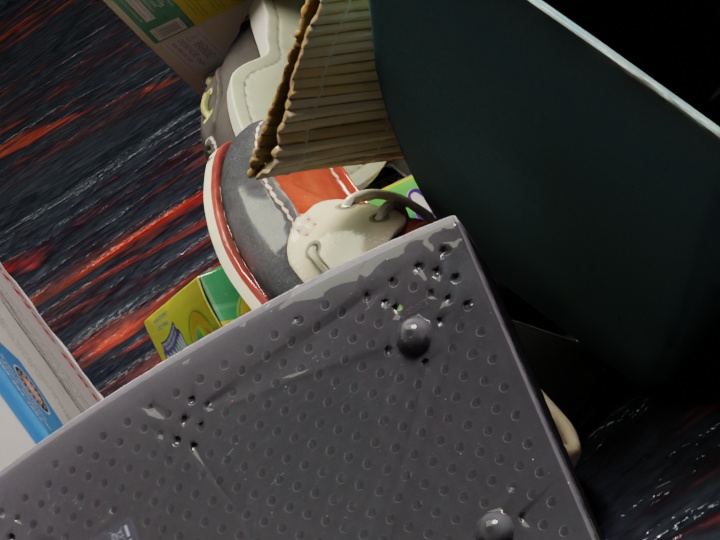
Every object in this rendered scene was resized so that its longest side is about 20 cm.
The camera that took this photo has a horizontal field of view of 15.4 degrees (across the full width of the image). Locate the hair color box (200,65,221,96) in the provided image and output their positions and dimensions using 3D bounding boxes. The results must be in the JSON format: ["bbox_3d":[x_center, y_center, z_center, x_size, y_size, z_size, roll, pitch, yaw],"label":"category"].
[{"bbox_3d":[0.035,-0.094,1.222,0.200,0.099,0.061,-31,50,25],"label":"hair color box"}]

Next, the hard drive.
[{"bbox_3d":[-0.026,0.086,0.795,0.200,0.135,0.042,-31,-26,18],"label":"hard drive"}]

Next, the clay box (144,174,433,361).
[{"bbox_3d":[0.000,0.000,1.002,0.200,0.048,0.115,-24,-3,-17],"label":"clay box"}]

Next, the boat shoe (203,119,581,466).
[{"bbox_3d":[0.009,0.012,0.867,0.063,0.071,0.200,-54,44,27],"label":"boat shoe"}]

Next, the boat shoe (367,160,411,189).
[{"bbox_3d":[0.045,-0.042,1.139,0.200,0.071,0.064,-28,26,38],"label":"boat shoe"}]

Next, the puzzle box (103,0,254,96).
[{"bbox_3d":[-0.036,-0.134,1.201,0.133,0.025,0.200,-24,-15,6],"label":"puzzle box"}]

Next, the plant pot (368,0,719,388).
[{"bbox_3d":[0.093,-0.062,0.824,0.141,0.141,0.200,-43,-22,-24],"label":"plant pot"}]

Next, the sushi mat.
[{"bbox_3d":[0.043,-0.081,0.881,0.012,0.096,0.200,30,24,32],"label":"sushi mat"}]

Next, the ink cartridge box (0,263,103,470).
[{"bbox_3d":[-0.171,0.048,1.070,0.084,0.145,0.200,-37,-10,1],"label":"ink cartridge box"}]

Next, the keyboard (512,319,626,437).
[{"bbox_3d":[-0.011,0.080,0.890,0.127,0.021,0.200,19,50,36],"label":"keyboard"}]

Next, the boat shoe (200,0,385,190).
[{"bbox_3d":[-0.032,-0.056,1.104,0.061,0.072,0.201,-58,12,21],"label":"boat shoe"}]
